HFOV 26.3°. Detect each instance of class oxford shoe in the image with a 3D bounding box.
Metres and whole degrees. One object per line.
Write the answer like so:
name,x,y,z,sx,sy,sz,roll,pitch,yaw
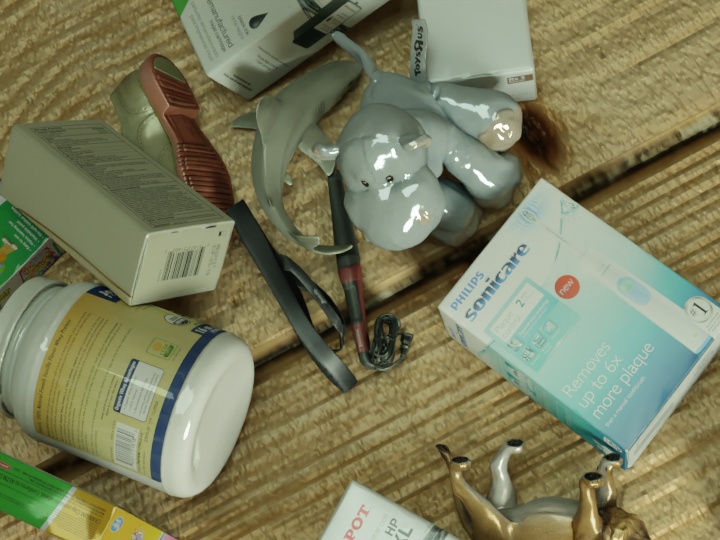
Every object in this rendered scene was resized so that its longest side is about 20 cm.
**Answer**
oxford shoe,-0.173,-0.096,1.415,0.074,0.071,0.201,-30,68,25

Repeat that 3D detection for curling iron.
curling iron,0.000,0.000,1.368,0.049,0.026,0.201,-10,64,-17

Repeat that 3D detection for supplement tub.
supplement tub,-0.205,0.094,1.305,0.198,0.145,0.145,19,76,14

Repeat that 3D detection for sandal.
sandal,-0.055,0.015,1.343,0.043,0.076,0.201,-31,70,-2

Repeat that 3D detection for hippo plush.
hippo plush,0.052,-0.102,1.286,0.158,0.161,0.202,-7,104,14

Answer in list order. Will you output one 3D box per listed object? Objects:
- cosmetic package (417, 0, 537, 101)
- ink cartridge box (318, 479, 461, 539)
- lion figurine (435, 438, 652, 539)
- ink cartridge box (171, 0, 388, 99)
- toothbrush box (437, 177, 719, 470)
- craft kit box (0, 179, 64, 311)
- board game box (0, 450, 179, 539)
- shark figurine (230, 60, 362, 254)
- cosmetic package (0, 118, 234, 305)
cosmetic package,0.102,-0.253,1.410,0.101,0.074,0.202,-6,73,8
ink cartridge box,0.047,0.282,1.234,0.199,0.084,0.146,27,78,17
lion figurine,0.152,0.208,1.251,0.198,0.072,0.124,9,114,27
ink cartridge box,-0.071,-0.277,1.410,0.199,0.083,0.147,-33,68,16
toothbrush box,0.187,0.044,1.290,0.200,0.085,0.147,38,81,20
craft kit box,-0.408,-0.019,1.430,0.200,0.049,0.198,40,85,19
board game box,-0.239,0.195,1.248,0.152,0.200,0.041,22,77,16
shark figurine,-0.071,-0.107,1.369,0.127,0.090,0.216,-2,60,12
cosmetic package,-0.215,-0.055,1.346,0.200,0.103,0.074,36,120,34
